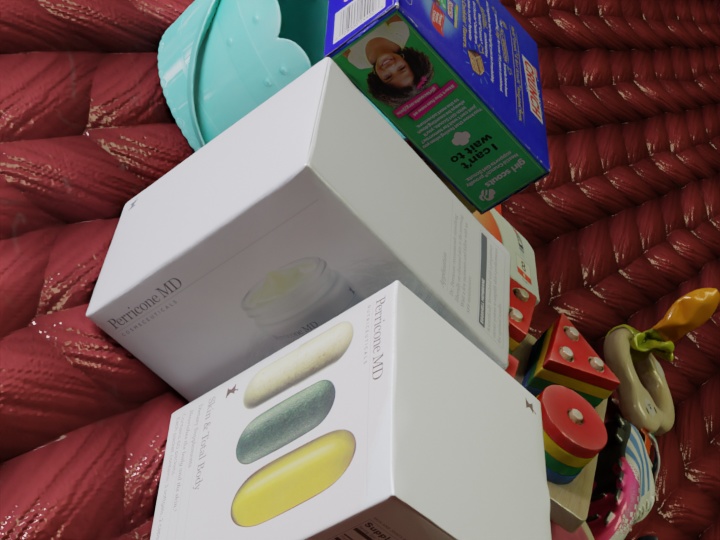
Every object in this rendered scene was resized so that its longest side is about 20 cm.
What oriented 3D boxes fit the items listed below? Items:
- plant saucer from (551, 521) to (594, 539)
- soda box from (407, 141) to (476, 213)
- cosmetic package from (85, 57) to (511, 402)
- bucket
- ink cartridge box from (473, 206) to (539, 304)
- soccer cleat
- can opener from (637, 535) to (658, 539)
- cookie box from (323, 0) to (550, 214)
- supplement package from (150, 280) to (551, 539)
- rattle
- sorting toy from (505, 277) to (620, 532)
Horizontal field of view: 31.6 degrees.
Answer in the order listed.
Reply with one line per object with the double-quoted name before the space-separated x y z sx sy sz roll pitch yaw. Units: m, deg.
"plant saucer" 0.151 0.253 1.074 0.200 0.050 0.203 37 37 -34
"soda box" 0.057 -0.107 1.172 0.068 0.064 0.201 45 14 -24
"cosmetic package" -0.036 0.008 0.845 0.200 0.198 0.124 44 32 -25
"bucket" -0.056 -0.160 1.027 0.206 0.134 0.209 37 36 -33
"ink cartridge box" 0.119 -0.072 1.309 0.162 0.050 0.202 39 39 -33
"soccer cleat" 0.257 0.223 1.243 0.087 0.069 0.201 51 30 -14
"can opener" 0.251 0.296 1.124 0.079 0.063 0.200 61 14 3
"cookie box" 0.064 -0.174 1.013 0.200 0.075 0.173 41 34 -32
"supplement package" -0.007 0.142 0.773 0.150 0.199 0.153 39 36 -32
"rattle" 0.347 0.132 1.402 0.201 0.141 0.132 -78 149 -58
"sorting toy" 0.140 0.092 1.112 0.198 0.070 0.200 36 31 -4
